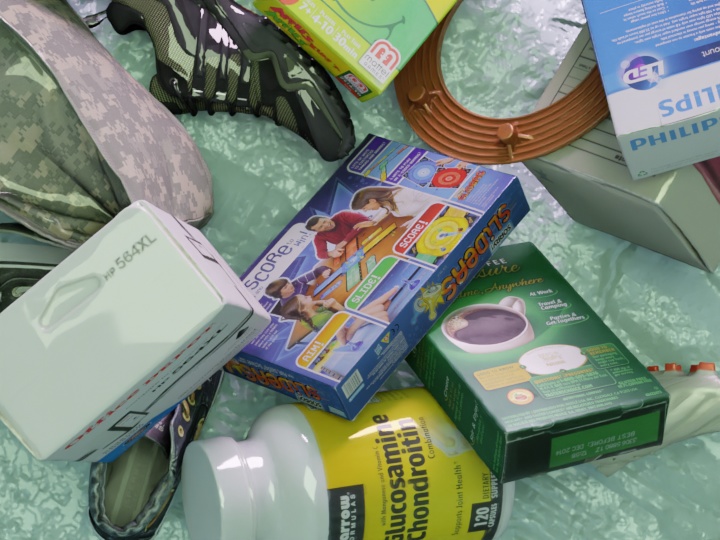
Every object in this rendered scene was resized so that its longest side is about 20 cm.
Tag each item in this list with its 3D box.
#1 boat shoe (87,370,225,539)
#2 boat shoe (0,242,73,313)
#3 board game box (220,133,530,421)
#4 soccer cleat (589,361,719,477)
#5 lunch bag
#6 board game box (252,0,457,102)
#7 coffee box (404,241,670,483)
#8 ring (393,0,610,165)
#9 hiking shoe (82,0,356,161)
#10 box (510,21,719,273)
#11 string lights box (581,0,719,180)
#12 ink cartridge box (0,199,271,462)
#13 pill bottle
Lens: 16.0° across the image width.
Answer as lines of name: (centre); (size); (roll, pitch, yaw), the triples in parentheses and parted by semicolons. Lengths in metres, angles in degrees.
boat shoe: (-0.130, 0.086, 1.696); (0.071, 0.091, 0.201); (15, 80, -2)
boat shoe: (-0.207, 0.025, 1.685); (0.200, 0.071, 0.064); (-1, 52, 14)
board game box: (0.000, 0.000, 1.687); (0.135, 0.034, 0.200); (19, 57, 40)
soccer cleat: (0.189, 0.101, 1.738); (0.200, 0.069, 0.078); (0, 86, 2)
lunch bag: (-0.194, -0.083, 1.667); (0.200, 0.164, 0.118); (46, 103, 7)
board game box: (0.031, -0.223, 1.727); (0.102, 0.048, 0.200); (41, 77, -10)
coffee box: (0.101, 0.055, 1.671); (0.123, 0.200, 0.044); (-12, 126, -23)
ring: (0.109, -0.162, 1.735); (0.200, 0.019, 0.201); (-14, 58, 24)
hiking shoe: (-0.093, -0.133, 1.755); (0.200, 0.076, 0.101); (44, 96, 5)
box: (0.217, -0.121, 1.728); (0.128, 0.109, 0.200); (24, 78, 38)
string lights box: (0.196, -0.167, 1.646); (0.103, 0.059, 0.200); (-15, 60, 9)
ink cartridge box: (-0.144, 0.041, 1.545); (0.146, 0.200, 0.084); (-41, 84, 2)
pill bottle: (-0.009, 0.138, 1.667); (0.200, 0.112, 0.112); (-7, 81, -21)
